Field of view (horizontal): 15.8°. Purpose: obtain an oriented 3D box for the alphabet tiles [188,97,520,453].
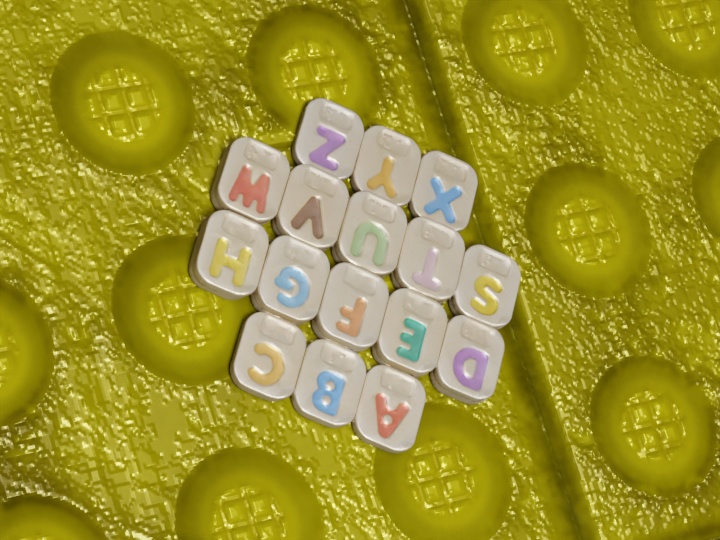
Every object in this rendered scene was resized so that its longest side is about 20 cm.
[{"bbox_3d":[0.000,0.000,1.531,0.199,0.015,0.196,24,63,-16],"label":"alphabet tiles"}]
